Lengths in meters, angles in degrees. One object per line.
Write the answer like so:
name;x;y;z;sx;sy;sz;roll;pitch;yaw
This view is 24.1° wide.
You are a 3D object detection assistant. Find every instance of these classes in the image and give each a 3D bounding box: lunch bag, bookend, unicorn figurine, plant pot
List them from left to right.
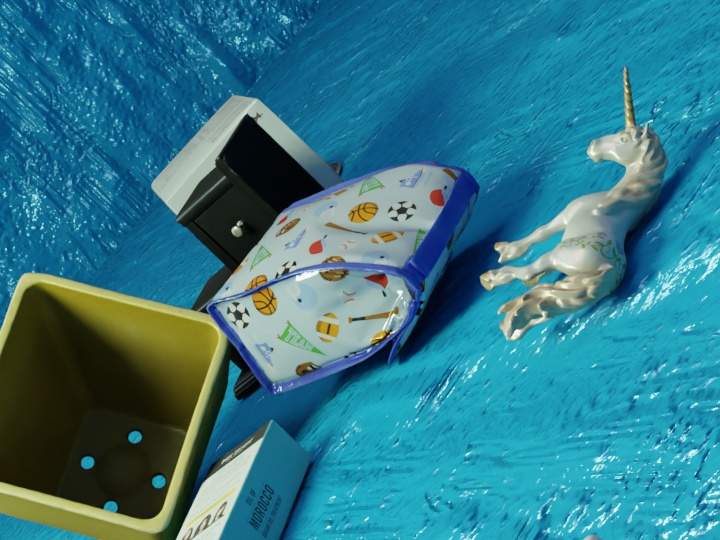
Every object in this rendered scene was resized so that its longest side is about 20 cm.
plant pot;-0.223;0.150;1.496;0.200;0.193;0.197;88;-163;-63
bookend;-0.114;-0.011;1.661;0.198;0.200;0.092;-37;16;32
lunch bag;0.000;0.000;1.431;0.199;0.124;0.170;-24;22;36
unicorn figurine;0.155;-0.027;1.180;0.137;0.074;0.201;-29;34;26

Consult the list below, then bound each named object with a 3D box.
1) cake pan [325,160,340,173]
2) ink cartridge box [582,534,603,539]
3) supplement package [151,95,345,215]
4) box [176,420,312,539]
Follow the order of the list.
cake pan;-0.107;-0.076;2.178;0.200;0.037;0.200;-44;13;13
ink cartridge box;0.071;0.219;0.534;0.144;0.145;0.200;-41;14;23
supplement package;-0.105;-0.072;1.826;0.147;0.191;0.200;-48;13;-2
box;-0.104;0.209;1.313;0.082;0.049;0.200;-38;16;32
